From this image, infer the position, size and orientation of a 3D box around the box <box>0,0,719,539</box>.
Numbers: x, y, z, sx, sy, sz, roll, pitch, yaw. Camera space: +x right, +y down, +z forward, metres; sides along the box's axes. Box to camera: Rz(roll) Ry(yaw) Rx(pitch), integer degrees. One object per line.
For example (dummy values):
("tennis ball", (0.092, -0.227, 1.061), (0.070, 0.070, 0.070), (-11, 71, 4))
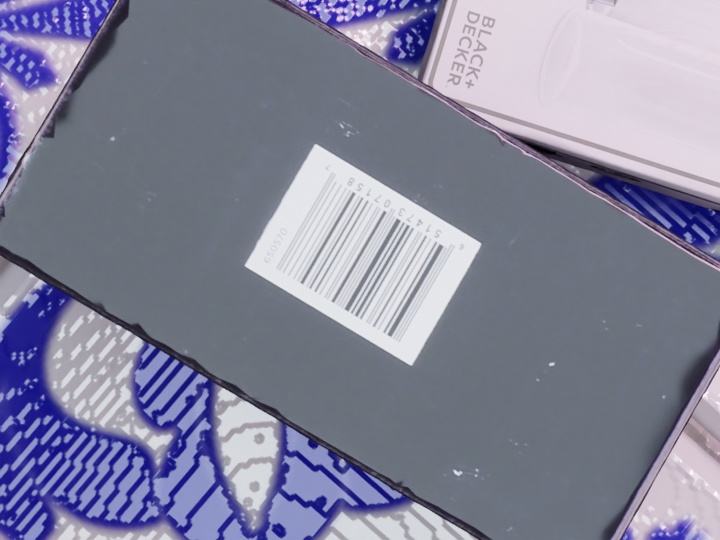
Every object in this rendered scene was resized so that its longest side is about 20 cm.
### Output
("box", (0.000, 0.000, 0.706), (0.199, 0.182, 0.105), (31, 89, -1))

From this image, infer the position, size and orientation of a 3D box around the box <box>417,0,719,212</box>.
("box", (0.127, -0.079, 0.772), (0.199, 0.060, 0.117), (16, 89, -2))
